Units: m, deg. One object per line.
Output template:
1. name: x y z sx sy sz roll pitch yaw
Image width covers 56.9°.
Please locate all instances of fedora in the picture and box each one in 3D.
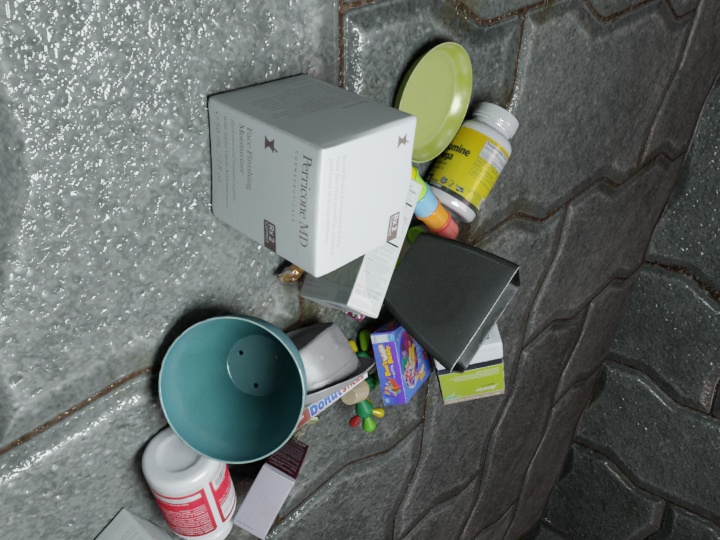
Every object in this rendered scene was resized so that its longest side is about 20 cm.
1. fedora: -0.080 0.142 1.081 0.200 0.177 0.091 -26 104 -40

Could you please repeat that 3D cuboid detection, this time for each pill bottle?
1. pill bottle: 0.202 -0.198 1.208 0.200 0.112 0.112 -60 147 -2
2. pill bottle: -0.251 0.332 1.005 0.112 0.112 0.200 -36 140 -32

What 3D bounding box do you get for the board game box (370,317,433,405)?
1. board game box: 0.084 0.160 1.279 0.200 0.045 0.135 -23 104 -68

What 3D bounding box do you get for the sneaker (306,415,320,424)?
1. sneaker: -0.151 0.251 1.131 0.089 0.077 0.200 -53 144 13

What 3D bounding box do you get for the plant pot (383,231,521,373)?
1. plant pot: 0.150 0.045 1.149 0.200 0.177 0.200 -56 162 0

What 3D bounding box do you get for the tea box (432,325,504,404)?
1. tea box: 0.206 0.133 1.359 0.133 0.200 0.197 -11 140 4

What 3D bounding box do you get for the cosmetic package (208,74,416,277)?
1. cosmetic package: -0.062 -0.126 0.825 0.165 0.200 0.165 -28 135 -40

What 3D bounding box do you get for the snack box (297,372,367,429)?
1. snack box: -0.076 0.205 1.075 0.200 0.072 0.024 -28 109 -47

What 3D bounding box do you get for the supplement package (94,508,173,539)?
1. supplement package: -0.300 0.464 0.958 0.117 0.200 0.117 -47 145 -18

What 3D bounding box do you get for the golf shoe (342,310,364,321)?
1. golf shoe: 0.000 0.000 1.127 0.091 0.075 0.200 -40 143 -33

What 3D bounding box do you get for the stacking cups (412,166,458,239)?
1. stacking cups: 0.103 -0.122 1.136 0.061 0.060 0.200 -55 132 -8

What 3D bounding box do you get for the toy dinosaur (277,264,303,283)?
1. toy dinosaur: -0.061 -0.056 0.959 0.200 0.106 0.060 -40 -175 40

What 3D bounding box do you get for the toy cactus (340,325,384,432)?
1. toy cactus: -0.003 0.211 1.249 0.165 0.102 0.201 -12 112 -71

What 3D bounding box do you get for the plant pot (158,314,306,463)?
1. plant pot: -0.164 0.151 0.941 0.135 0.200 0.201 -47 160 -79

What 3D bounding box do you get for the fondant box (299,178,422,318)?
1. fondant box: -0.003 -0.041 0.963 0.058 0.144 0.201 25 80 -31

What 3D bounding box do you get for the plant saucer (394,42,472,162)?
1. plant saucer: 0.116 -0.280 1.104 0.200 0.031 0.201 -33 137 -36

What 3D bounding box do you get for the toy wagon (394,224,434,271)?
1. toy wagon: 0.093 -0.025 1.236 0.200 0.040 0.155 -51 162 -19

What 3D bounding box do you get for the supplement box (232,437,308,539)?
1. supplement box: -0.147 0.358 1.129 0.109 0.061 0.200 -61 179 3
